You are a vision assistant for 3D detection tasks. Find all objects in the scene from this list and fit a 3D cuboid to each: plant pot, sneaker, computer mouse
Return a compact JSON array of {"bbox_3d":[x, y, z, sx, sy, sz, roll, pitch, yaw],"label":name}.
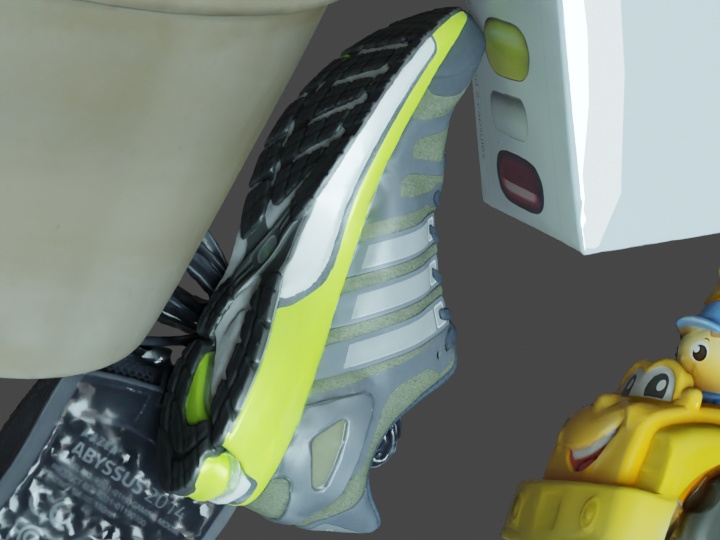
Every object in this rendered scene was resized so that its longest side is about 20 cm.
[{"bbox_3d":[-0.107,-0.070,0.664,0.199,0.200,0.174,9,113,-17],"label":"plant pot"},{"bbox_3d":[0.000,0.000,0.746,0.081,0.074,0.200,31,75,-27],"label":"sneaker"},{"bbox_3d":[-0.090,0.087,0.765,0.138,0.053,0.200,40,77,-17],"label":"computer mouse"}]

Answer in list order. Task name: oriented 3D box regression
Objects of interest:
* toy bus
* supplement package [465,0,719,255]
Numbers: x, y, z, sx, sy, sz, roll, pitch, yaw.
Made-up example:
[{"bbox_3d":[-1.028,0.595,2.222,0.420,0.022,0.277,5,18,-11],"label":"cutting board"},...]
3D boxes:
[{"bbox_3d":[0.175,0.054,0.793,0.199,0.136,0.193,18,83,-15],"label":"toy bus"},{"bbox_3d":[0.121,-0.122,0.745,0.155,0.111,0.201,-9,103,-13],"label":"supplement package"}]
